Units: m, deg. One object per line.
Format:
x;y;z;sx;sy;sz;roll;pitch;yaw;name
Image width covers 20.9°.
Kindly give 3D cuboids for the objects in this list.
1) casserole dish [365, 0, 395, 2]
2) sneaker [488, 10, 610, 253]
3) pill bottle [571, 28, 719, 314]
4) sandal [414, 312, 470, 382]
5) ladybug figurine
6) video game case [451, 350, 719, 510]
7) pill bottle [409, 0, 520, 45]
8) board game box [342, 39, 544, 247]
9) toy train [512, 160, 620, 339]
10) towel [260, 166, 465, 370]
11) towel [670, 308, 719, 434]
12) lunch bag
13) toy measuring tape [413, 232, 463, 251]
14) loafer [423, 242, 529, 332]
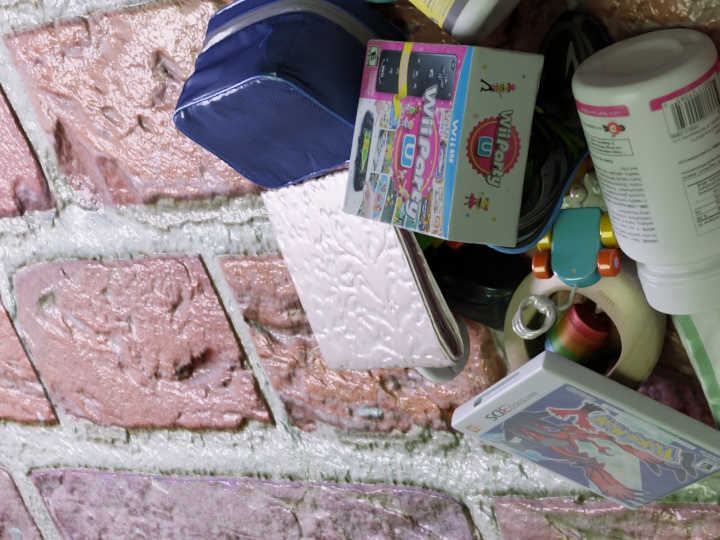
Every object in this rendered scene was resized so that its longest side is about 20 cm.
-0.030;-0.290;1.658;0.200;0.039;0.121;23;134;30;casserole dish
0.144;-0.110;1.547;0.071;0.083;0.200;23;91;27;sneaker
0.242;-0.075;1.513;0.113;0.113;0.201;4;122;42;pill bottle
0.022;0.030;1.844;0.207;0.079;0.059;48;141;16;sandal
0.198;0.047;1.687;0.136;0.072;0.200;44;141;6;ladybug figurine
0.204;0.144;1.714;0.200;0.023;0.182;25;152;-13;video game case
0.046;-0.279;1.530;0.200;0.112;0.113;42;141;6;pill bottle
0.061;-0.104;1.532;0.200;0.064;0.148;17;100;64;board game box
0.135;-0.037;1.616;0.200;0.150;0.056;55;-170;31;toy train
0.000;0.000;1.752;0.200;0.032;0.192;-7;107;57;towel
0.354;0.071;1.592;0.200;0.031;0.150;-6;117;46;towel
-0.063;-0.169;1.708;0.136;0.133;0.200;35;150;-30;lunch bag
0.100;-0.078;1.706;0.074;0.074;0.200;47;119;3;toy measuring tape
0.062;0.003;1.785;0.200;0.073;0.072;24;140;30;loafer
